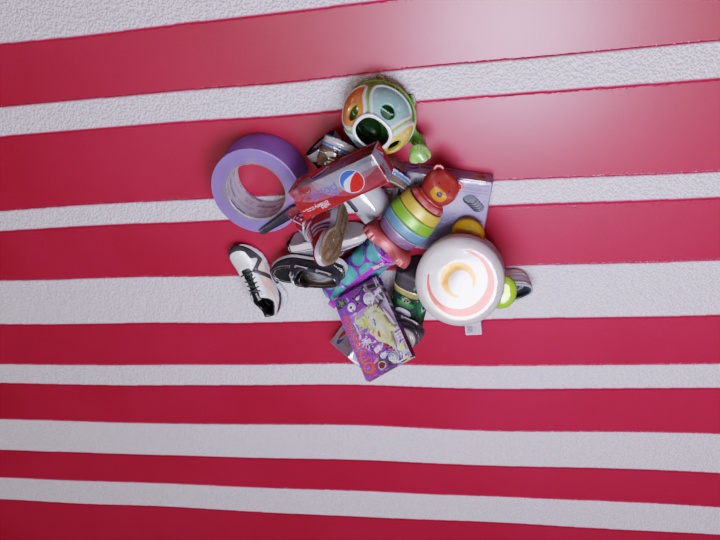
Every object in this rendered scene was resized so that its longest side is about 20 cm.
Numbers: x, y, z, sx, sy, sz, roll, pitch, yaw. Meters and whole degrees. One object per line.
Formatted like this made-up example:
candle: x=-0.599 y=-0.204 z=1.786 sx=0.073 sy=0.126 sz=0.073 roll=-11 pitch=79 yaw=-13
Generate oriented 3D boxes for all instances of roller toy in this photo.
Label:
roller toy: x=0.208 y=0.012 z=1.548 sx=0.182 sy=0.140 sz=0.201 roll=-32 pitch=91 yaw=14

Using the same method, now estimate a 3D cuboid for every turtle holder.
turtle holder: x=0.043 y=-0.280 z=1.469 sx=0.140 sy=0.132 sz=0.186 roll=-19 pitch=117 yaw=22

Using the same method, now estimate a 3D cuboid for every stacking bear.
stacking bear: x=0.119 y=-0.123 z=1.515 sx=0.121 sy=0.114 sz=0.200 roll=42 pitch=112 yaw=-5

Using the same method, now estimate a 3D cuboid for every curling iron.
curling iron: x=-0.138 y=-0.116 z=1.581 sx=0.199 sy=0.026 sz=0.050 roll=-23 pitch=113 yaw=25

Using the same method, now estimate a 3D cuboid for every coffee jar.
coffee jar: x=0.111 y=0.070 z=1.704 sx=0.085 sy=0.104 sz=0.201 roll=23 pitch=126 yaw=15

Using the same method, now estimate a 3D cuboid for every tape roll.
tape roll: x=-0.216 y=-0.189 z=1.617 sx=0.199 sy=0.085 sz=0.201 roll=6 pitch=125 yaw=9

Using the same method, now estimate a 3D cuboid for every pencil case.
pencil case: x=0.000 y=0.000 z=1.690 sx=0.085 sy=0.093 sz=0.200 roll=33 pitch=126 yaw=-21

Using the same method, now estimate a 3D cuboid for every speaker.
speaker: x=-0.021 y=-0.195 z=1.573 sx=0.081 sy=0.081 sz=0.200 roll=-30 pitch=113 yaw=28

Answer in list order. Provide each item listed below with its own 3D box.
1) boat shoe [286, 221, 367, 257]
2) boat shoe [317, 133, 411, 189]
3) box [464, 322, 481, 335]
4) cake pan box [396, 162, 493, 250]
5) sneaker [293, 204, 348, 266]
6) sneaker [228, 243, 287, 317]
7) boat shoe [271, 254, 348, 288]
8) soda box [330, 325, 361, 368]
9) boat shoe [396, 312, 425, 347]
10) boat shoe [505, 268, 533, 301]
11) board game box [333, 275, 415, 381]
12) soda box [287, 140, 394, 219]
boat shoe: x=-0.063 y=-0.048 z=1.692 sx=0.199 sy=0.075 sz=0.093 roll=-6 pitch=129 yaw=25
boat shoe: x=0.005 y=-0.203 z=1.504 sx=0.199 sy=0.072 sz=0.073 roll=25 pitch=100 yaw=-10
box: x=0.253 y=0.058 z=1.705 sx=0.041 sy=0.039 sz=0.201 roll=-4 pitch=122 yaw=11
cake pan box: x=0.172 y=-0.128 z=1.593 sx=0.199 sy=0.052 sz=0.185 roll=8 pitch=122 yaw=7
sneaker: x=-0.099 y=-0.071 z=1.600 sx=0.112 sy=0.200 sz=0.071 roll=-8 pitch=123 yaw=19
sneaker: x=-0.245 y=0.025 z=1.770 sx=0.074 sy=0.080 sz=0.200 roll=-25 pitch=113 yaw=28
boat shoe: x=-0.123 y=0.010 z=1.674 sx=0.199 sy=0.060 sz=0.074 roll=1 pitch=138 yaw=27
soda box: x=-0.010 y=0.177 z=1.748 sx=0.064 sy=0.200 sz=0.068 roll=39 pitch=85 yaw=-14
boat shoe: x=0.054 y=0.116 z=1.672 sx=0.199 sy=0.057 sz=0.067 roll=26 pitch=123 yaw=30
boat shoe: x=0.282 y=0.049 z=1.635 sx=0.200 sy=0.072 sz=0.070 roll=-14 pitch=122 yaw=-6
board game box: x=0.028 y=0.126 z=1.623 sx=0.120 sy=0.201 sz=0.032 roll=-33 pitch=155 yaw=20
soda box: x=-0.038 y=-0.174 z=1.445 sx=0.199 sy=0.064 sz=0.070 roll=-21 pitch=118 yaw=27
